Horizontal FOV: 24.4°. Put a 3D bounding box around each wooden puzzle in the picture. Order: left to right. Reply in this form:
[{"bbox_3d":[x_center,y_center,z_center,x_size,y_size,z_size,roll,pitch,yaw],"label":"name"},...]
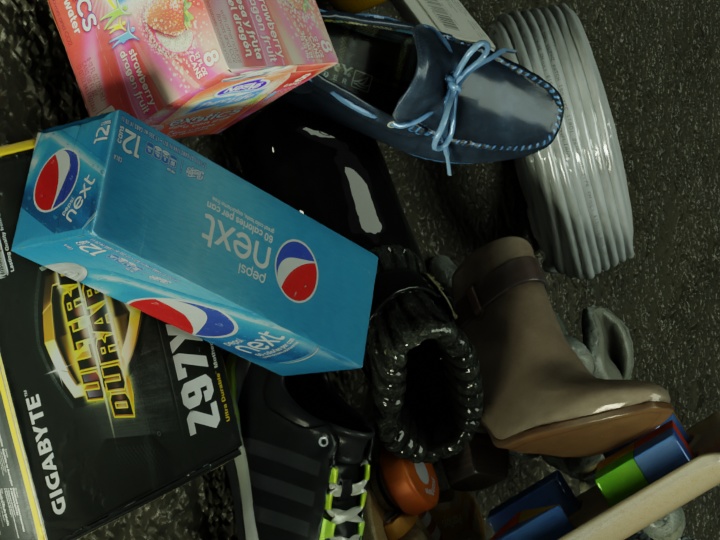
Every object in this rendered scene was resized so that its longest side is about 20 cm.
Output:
[{"bbox_3d":[0.142,0.141,1.028,0.046,0.185,0.200,58,10,6],"label":"wooden puzzle"}]

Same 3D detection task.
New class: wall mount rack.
[{"bbox_3d":[0.039,-0.153,1.085,0.174,0.075,0.200,2,47,-50],"label":"wall mount rack"}]

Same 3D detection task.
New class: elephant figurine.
[{"bbox_3d":[0.142,0.094,1.186,0.200,0.141,0.156,20,84,-44],"label":"elephant figurine"}]

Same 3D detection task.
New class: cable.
[{"bbox_3d":[0.146,-0.092,1.197,0.200,0.069,0.201,-72,148,-83],"label":"cable"}]

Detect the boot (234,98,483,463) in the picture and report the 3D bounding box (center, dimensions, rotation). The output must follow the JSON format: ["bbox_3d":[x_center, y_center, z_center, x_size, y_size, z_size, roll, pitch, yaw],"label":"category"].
[{"bbox_3d":[0.003,-0.001,0.988,0.211,0.079,0.158,56,10,-33],"label":"boot"}]

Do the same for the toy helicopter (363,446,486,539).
[{"bbox_3d":[0.045,0.178,1.078,0.133,0.079,0.200,67,20,11],"label":"toy helicopter"}]

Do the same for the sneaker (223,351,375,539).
[{"bbox_3d":[-0.027,0.119,0.947,0.072,0.083,0.200,0,65,-54],"label":"sneaker"}]

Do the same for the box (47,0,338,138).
[{"bbox_3d":[-0.105,-0.178,0.874,0.095,0.102,0.200,-13,80,-53],"label":"box"}]

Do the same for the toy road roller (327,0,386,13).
[{"bbox_3d":[0.023,-0.236,0.951,0.123,0.200,0.146,47,34,-49],"label":"toy road roller"}]

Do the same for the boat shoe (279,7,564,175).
[{"bbox_3d":[0.024,-0.102,0.948,0.199,0.069,0.084,8,85,-13],"label":"boat shoe"}]

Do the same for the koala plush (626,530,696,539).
[{"bbox_3d":[0.172,0.283,1.180,0.200,0.184,0.178,-13,95,-41],"label":"koala plush"}]

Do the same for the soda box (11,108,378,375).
[{"bbox_3d":[-0.080,-0.008,0.866,0.200,0.064,0.068,29,62,-43],"label":"soda box"}]

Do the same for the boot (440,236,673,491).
[{"bbox_3d":[0.104,0.048,1.039,0.070,0.200,0.147,19,58,-39],"label":"boot"}]

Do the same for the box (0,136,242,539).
[{"bbox_3d":[-0.146,0.027,0.873,0.160,0.049,0.201,-22,103,-54],"label":"box"}]
